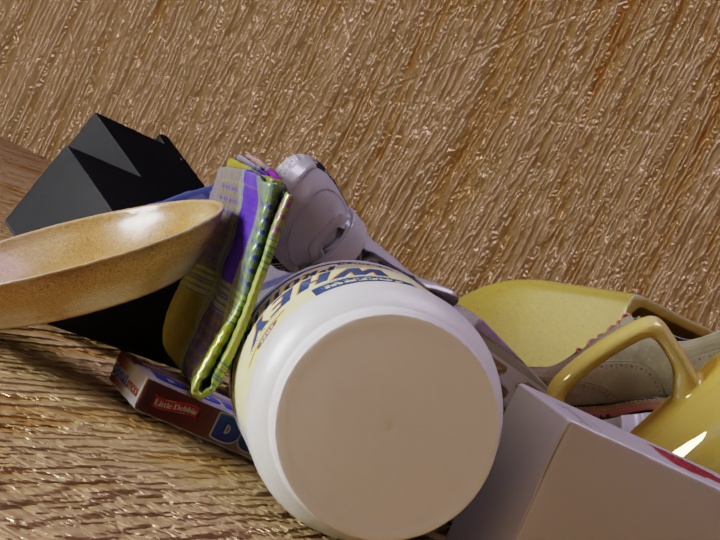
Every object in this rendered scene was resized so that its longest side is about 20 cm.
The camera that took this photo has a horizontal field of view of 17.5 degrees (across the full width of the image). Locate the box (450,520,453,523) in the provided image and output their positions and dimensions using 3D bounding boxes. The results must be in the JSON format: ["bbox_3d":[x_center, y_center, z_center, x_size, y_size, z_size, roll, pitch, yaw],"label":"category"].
[{"bbox_3d":[0.100,0.133,1.621,0.039,0.041,0.200,48,21,0],"label":"box"}]

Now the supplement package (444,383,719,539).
[{"bbox_3d":[0.166,0.166,1.350,0.199,0.120,0.121,25,3,-13],"label":"supplement package"}]

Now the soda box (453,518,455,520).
[{"bbox_3d":[0.036,0.104,1.483,0.200,0.064,0.068,28,2,31],"label":"soda box"}]

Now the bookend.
[{"bbox_3d":[-0.189,-0.036,1.736,0.200,0.092,0.199,23,23,-51],"label":"bookend"}]

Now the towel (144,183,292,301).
[{"bbox_3d":[-0.064,0.019,1.680,0.200,0.024,0.147,45,19,8],"label":"towel"}]

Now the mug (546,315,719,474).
[{"bbox_3d":[0.205,0.139,1.508,0.187,0.153,0.149,59,8,20],"label":"mug"}]

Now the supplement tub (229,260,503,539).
[{"bbox_3d":[0.002,0.074,1.334,0.145,0.146,0.200,25,2,-9],"label":"supplement tub"}]

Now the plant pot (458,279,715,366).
[{"bbox_3d":[0.164,0.112,1.953,0.199,0.196,0.194,15,-5,39],"label":"plant pot"}]

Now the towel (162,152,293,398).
[{"bbox_3d":[-0.086,0.001,1.456,0.023,0.144,0.200,20,4,-12],"label":"towel"}]

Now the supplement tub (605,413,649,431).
[{"bbox_3d":[0.219,0.162,1.762,0.200,0.146,0.145,24,2,-35],"label":"supplement tub"}]

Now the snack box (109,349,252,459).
[{"bbox_3d":[-0.060,0.105,1.475,0.199,0.024,0.072,25,3,-22],"label":"snack box"}]

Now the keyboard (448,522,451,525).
[{"bbox_3d":[0.036,0.102,1.641,0.127,0.021,0.200,34,23,-30],"label":"keyboard"}]

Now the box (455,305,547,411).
[{"bbox_3d":[0.119,0.102,1.557,0.200,0.039,0.041,45,-4,-25],"label":"box"}]

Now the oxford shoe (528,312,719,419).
[{"bbox_3d":[0.175,0.066,1.619,0.199,0.075,0.070,-1,3,18],"label":"oxford shoe"}]

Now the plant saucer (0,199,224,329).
[{"bbox_3d":[-0.177,-0.001,1.450,0.199,0.036,0.200,-14,10,3],"label":"plant saucer"}]

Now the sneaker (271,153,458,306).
[{"bbox_3d":[0.000,0.000,1.564,0.115,0.075,0.200,30,-17,26],"label":"sneaker"}]
